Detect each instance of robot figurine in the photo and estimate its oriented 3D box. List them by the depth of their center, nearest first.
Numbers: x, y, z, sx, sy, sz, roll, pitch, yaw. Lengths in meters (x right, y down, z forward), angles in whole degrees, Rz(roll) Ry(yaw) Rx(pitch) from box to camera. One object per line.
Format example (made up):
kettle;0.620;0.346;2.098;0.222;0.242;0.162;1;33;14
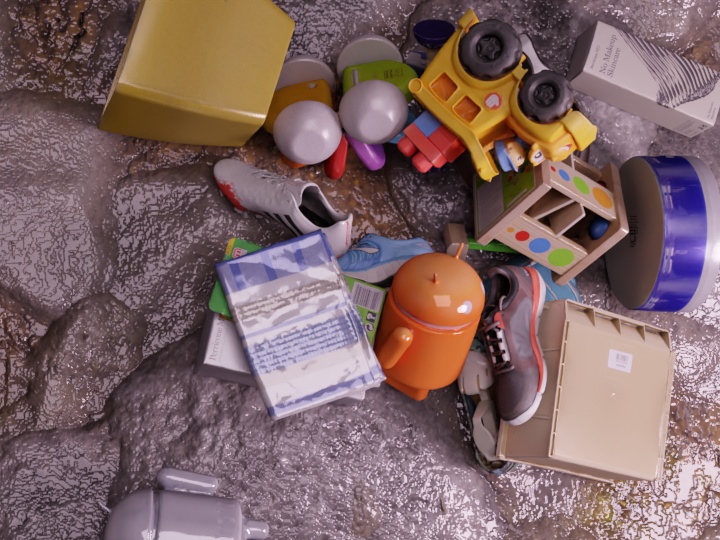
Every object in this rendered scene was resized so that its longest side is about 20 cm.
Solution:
robot figurine;-0.209;0.313;1.594;0.200;0.113;0.170;8;65;-13
robot figurine;0.082;0.063;1.651;0.144;0.200;0.117;-2;40;-21

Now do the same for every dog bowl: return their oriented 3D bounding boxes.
dog bowl;0.382;-0.047;1.752;0.079;0.200;0.200;1;81;-11

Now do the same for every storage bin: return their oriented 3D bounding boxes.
storage bin;0.285;0.154;1.718;0.200;0.094;0.199;16;76;-33

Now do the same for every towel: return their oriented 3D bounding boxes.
towel;-0.071;0.063;1.602;0.147;0.024;0.200;-19;81;-17

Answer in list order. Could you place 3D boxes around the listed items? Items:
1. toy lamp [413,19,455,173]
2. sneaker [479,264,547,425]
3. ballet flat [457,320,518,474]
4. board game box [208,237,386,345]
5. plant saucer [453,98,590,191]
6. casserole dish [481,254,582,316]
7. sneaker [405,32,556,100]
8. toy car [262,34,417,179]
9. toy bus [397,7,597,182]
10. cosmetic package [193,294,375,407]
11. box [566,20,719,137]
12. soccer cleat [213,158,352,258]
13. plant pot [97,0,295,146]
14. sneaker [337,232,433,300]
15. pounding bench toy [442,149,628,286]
toy lamp;0.093;-0.213;1.725;0.058;0.200;0.058;0;39;0
sneaker;0.171;0.086;1.657;0.082;0.077;0.200;17;65;-35
ballet flat;0.155;0.160;1.712;0.074;0.074;0.200;-19;95;-16
board game box;-0.075;0.036;1.631;0.200;0.030;0.096;20;72;-13
plant saucer;0.216;-0.177;1.819;0.200;0.032;0.200;2;81;-15
casserole dish;0.205;0.056;1.776;0.200;0.039;0.121;-38;92;-17
sneaker;0.168;-0.251;1.773;0.199;0.081;0.115;17;53;24
toy car;-0.017;-0.186;1.701;0.200;0.175;0.150;-16;126;8
toy bus;0.147;-0.174;1.607;0.192;0.136;0.200;-46;73;3
cosmetic package;-0.091;0.092;1.672;0.200;0.085;0.108;13;75;-13
box;0.384;-0.256;1.853;0.200;0.068;0.082;20;77;-11
soccer cleat;-0.092;-0.088;1.680;0.200;0.085;0.069;37;49;13
plant pot;-0.191;-0.250;1.646;0.176;0.200;0.200;20;77;-13
sneaker;0.000;0.000;1.726;0.200;0.078;0.090;-6;45;-3
pounding bench toy;0.219;-0.060;1.742;0.156;0.200;0.124;28;40;-25
